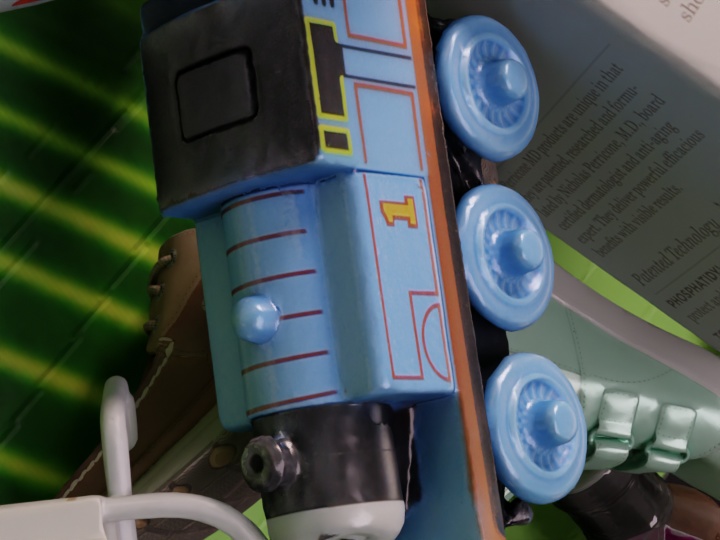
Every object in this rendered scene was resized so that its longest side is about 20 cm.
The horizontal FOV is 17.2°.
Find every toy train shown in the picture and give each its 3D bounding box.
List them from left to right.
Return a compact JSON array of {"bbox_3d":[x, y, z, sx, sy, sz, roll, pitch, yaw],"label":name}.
[{"bbox_3d":[0.000,0.000,0.713,0.114,0.087,0.200,3,76,-47],"label":"toy train"}]

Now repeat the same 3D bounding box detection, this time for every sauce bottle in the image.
[{"bbox_3d":[0.138,0.131,0.985,0.065,0.065,0.200,-54,127,-21],"label":"sauce bottle"}]

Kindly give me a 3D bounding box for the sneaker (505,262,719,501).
[{"bbox_3d":[0.072,0.070,0.872,0.200,0.074,0.118,31,72,-6],"label":"sneaker"}]

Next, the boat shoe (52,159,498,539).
[{"bbox_3d":[-0.038,0.020,0.807,0.200,0.072,0.076,-46,161,-19],"label":"boat shoe"}]

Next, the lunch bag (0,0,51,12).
[{"bbox_3d":[-0.064,-0.140,0.683,0.170,0.200,0.124,-17,76,-38],"label":"lunch bag"}]

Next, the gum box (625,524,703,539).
[{"bbox_3d":[0.152,0.166,0.901,0.200,0.113,0.066,21,58,-28],"label":"gum box"}]

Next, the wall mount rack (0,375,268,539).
[{"bbox_3d":[-0.120,0.124,0.715,0.200,0.075,0.174,-5,101,-3],"label":"wall mount rack"}]

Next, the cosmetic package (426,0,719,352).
[{"bbox_3d":[0.127,-0.099,0.811,0.200,0.166,0.167,35,70,-1],"label":"cosmetic package"}]
